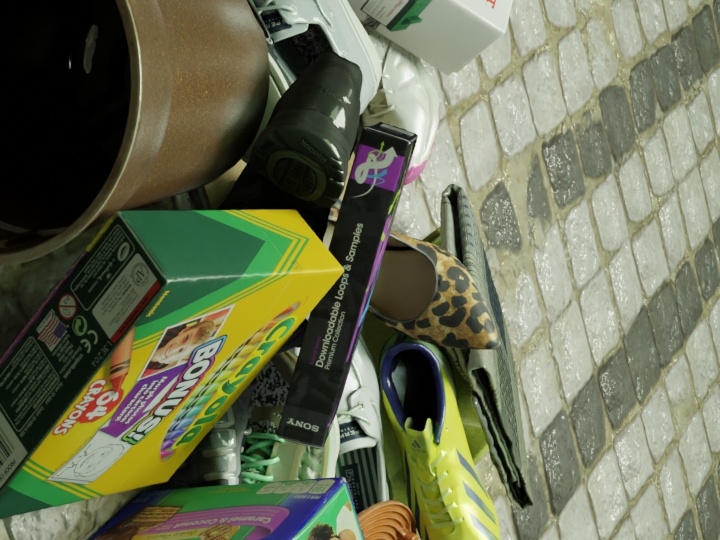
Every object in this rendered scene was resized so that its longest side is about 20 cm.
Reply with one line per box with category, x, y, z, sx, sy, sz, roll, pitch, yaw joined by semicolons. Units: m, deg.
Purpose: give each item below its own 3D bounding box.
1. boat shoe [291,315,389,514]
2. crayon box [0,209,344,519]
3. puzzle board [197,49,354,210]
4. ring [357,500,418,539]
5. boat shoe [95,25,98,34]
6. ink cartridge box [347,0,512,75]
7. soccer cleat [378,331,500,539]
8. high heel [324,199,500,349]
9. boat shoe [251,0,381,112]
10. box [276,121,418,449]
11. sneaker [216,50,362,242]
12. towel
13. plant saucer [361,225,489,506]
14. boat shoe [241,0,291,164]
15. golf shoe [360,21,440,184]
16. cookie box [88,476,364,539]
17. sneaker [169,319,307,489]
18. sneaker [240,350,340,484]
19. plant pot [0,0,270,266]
boat shoe;-0.010;0.117;1.204;0.067;0.073;0.202;-135;-153;-73
crayon box;-0.127;0.053;0.952;0.058;0.200;0.172;51;26;21
puzzle board;-0.063;-0.077;1.232;0.200;0.017;0.152;-40;119;-52
ring;-0.012;0.261;1.177;0.200;0.019;0.202;-42;146;-38
boat shoe;-0.131;-0.154;1.078;0.062;0.072;0.202;-16;107;-44
ink cartridge box;0.030;-0.270;1.276;0.199;0.084;0.147;28;58;-22
soccer cleat;0.054;0.143;1.214;0.084;0.064;0.202;15;60;-77
high heel;0.000;0.000;1.155;0.142;0.200;0.072;6;118;-61
boat shoe;-0.050;-0.191;1.199;0.201;0.070;0.072;54;33;-28
box;-0.006;0.005;1.059;0.143;0.036;0.202;-61;169;-82
sneaker;-0.037;-0.068;1.041;0.076;0.200;0.091;27;64;-8
towel;0.097;0.065;1.308;0.201;0.034;0.193;-94;168;-44
plant saucer;0.037;0.086;1.336;0.200;0.048;0.201;-35;115;-53
boat shoe;-0.094;-0.161;1.134;0.200;0.074;0.066;51;34;-13
golf shoe;0.014;-0.169;1.329;0.091;0.075;0.202;12;70;-45
cookie box;-0.113;0.207;0.969;0.200;0.170;0.076;-41;117;-52
sneaker;-0.076;0.077;1.107;0.115;0.075;0.202;-11;95;-37
sneaker;-0.064;0.149;1.151;0.088;0.076;0.202;-12;94;-49
plant pot;-0.162;-0.113;0.937;0.198;0.199;0.202;-16;99;-66
